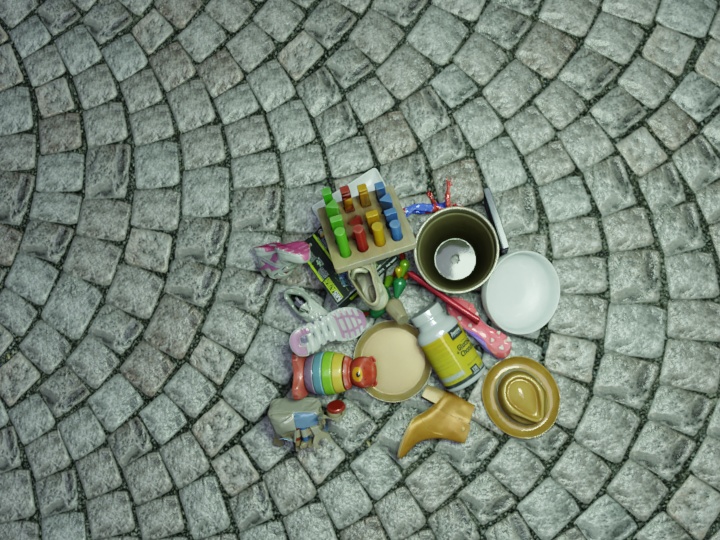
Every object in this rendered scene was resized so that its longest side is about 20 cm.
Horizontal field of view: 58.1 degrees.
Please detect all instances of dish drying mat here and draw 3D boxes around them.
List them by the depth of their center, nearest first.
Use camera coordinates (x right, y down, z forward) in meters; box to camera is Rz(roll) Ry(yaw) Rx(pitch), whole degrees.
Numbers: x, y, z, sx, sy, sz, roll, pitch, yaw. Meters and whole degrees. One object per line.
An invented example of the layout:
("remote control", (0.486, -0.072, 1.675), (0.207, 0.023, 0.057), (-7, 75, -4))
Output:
("dish drying mat", (0.202, 0.064, 1.555), (0.199, 0.077, 0.018), (36, 91, 14))

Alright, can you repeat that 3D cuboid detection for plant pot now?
("plant pot", (0.230, -0.039, 1.567), (0.197, 0.174, 0.203), (-1, 84, 8))
("plant pot", (0.081, 0.227, 1.627), (0.197, 0.027, 0.203), (0, 83, 4))

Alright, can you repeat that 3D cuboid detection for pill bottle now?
("pill bottle", (0.207, 0.182, 1.566), (0.111, 0.112, 0.201), (-33, 91, 0))

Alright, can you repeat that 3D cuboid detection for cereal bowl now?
("cereal bowl", (0.378, 0.050, 1.578), (0.197, 0.083, 0.203), (-1, 94, -16))

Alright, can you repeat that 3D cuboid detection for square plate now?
("square plate", (0.005, -0.129, 1.672), (0.197, 0.028, 0.202), (-31, 82, 2))

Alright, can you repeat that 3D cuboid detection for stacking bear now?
("stacking bear", (-0.057, 0.250, 1.581), (0.197, 0.114, 0.123), (-3, 83, 13))

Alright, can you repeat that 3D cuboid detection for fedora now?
("fedora", (0.392, 0.307, 1.563), (0.197, 0.082, 0.204), (-1, 84, 5))

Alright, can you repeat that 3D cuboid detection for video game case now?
("video game case", (0.325, -0.111, 1.556), (0.019, 0.200, 0.145), (-18, 83, 8))

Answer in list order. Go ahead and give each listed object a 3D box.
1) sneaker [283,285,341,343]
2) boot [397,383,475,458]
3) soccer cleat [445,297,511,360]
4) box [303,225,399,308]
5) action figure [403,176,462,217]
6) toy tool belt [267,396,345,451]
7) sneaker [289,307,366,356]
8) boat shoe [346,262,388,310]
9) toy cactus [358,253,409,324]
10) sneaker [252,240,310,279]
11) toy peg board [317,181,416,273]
("sneaker", (-0.116, 0.113, 1.631), (0.199, 0.081, 0.076), (36, 86, 6))
("boot", (0.186, 0.391, 1.577), (0.143, 0.071, 0.203), (26, 81, 10))
("soccer cleat", (0.286, 0.146, 1.603), (0.199, 0.077, 0.067), (39, 62, 23))
("box", (-0.033, -0.043, 1.602), (0.193, 0.047, 0.201), (-44, 64, 10))
("action figure", (0.164, -0.181, 1.638), (0.197, 0.065, 0.101), (2, 79, -9))
("toy tool belt", (-0.128, 0.381, 1.597), (0.197, 0.125, 0.125), (-2, 115, 8))
("sneaker", (-0.084, 0.143, 1.571), (0.198, 0.088, 0.082), (-19, 93, -16))
("boat shoe", (0.000, 0.000, 1.516), (0.072, 0.065, 0.202), (-31, 68, 12))
("toy cactus", (0.064, 0.062, 1.593), (0.200, 0.102, 0.165), (-43, 47, 7))
("sneaker", (-0.190, -0.023, 1.626), (0.081, 0.199, 0.090), (-17, 102, -38))
("toy peg board", (0.005, -0.125, 1.508), (0.197, 0.098, 0.202), (-18, 52, -1))
